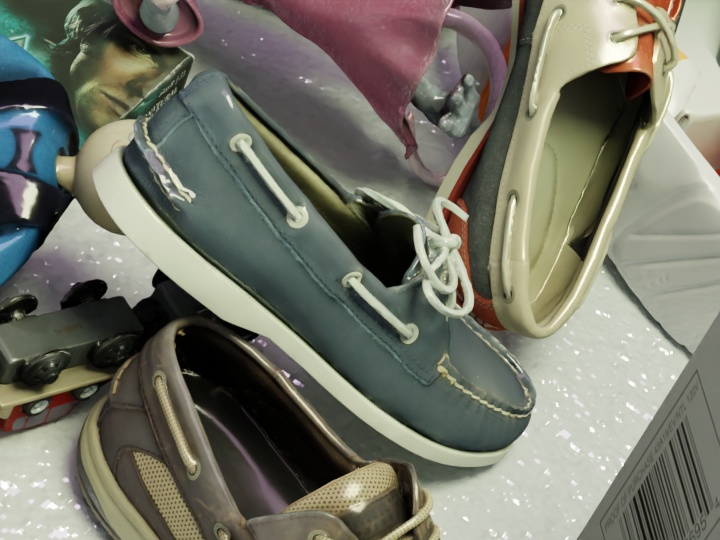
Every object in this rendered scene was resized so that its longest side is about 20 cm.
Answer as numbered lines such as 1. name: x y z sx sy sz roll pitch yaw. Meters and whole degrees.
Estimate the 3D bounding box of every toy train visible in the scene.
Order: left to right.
1. toy train: -0.106 0.030 0.727 0.200 0.046 0.034 -16 61 -40

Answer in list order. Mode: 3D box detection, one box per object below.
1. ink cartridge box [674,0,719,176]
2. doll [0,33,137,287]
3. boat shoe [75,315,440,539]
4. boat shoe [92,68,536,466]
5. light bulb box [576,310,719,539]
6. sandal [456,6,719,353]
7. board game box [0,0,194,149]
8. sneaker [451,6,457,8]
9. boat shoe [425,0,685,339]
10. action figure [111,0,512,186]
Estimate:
1. ink cartridge box: 0.212 -0.065 0.980 0.199 0.044 0.174 -7 48 -31
2. doll: -0.158 -0.033 0.739 0.199 0.049 0.137 3 59 -6
3. boat shoe: -0.013 0.093 0.681 0.200 0.073 0.074 42 44 20
4. boat shoe: 0.000 0.000 0.739 0.200 0.062 0.075 37 19 -32
5. light bulb box: 0.182 0.111 0.660 0.199 0.199 0.125 9 44 -18
6. sandal: 0.114 -0.050 0.898 0.059 0.079 0.207 -15 65 -45
7. board game box: -0.180 -0.094 0.835 0.200 0.028 0.135 32 42 9
8. sneaker: 0.024 -0.187 0.985 0.112 0.071 0.200 11 48 6
9. boat shoe: 0.086 -0.070 0.817 0.071 0.201 0.063 25 -1 -30
10. action figure: -0.032 -0.136 0.864 0.199 0.149 0.134 21 79 18
